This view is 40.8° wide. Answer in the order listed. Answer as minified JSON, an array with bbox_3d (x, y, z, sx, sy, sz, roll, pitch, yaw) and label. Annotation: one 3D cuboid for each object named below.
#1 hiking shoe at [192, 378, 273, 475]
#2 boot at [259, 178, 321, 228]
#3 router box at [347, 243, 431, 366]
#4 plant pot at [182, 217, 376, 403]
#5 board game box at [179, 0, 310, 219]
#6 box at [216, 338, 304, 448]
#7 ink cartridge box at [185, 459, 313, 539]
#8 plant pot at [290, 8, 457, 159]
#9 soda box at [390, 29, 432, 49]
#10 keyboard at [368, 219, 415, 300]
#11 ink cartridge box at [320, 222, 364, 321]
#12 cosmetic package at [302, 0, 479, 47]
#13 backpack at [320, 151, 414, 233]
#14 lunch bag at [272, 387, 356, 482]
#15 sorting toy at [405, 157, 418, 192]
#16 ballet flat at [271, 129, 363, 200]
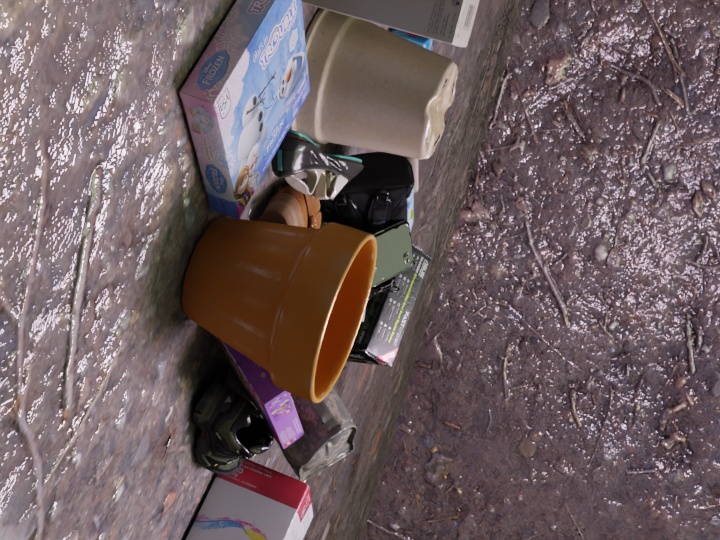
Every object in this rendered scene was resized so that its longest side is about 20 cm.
[{"bbox_3d":[-0.169,0.234,1.314,0.076,0.100,0.201,-55,160,-31],"label":"hiking shoe"},{"bbox_3d":[-0.093,-0.018,1.326,0.155,0.073,0.203,-60,158,-64],"label":"boot"},{"bbox_3d":[0.022,0.055,1.614,0.149,0.062,0.202,0,-117,55],"label":"router box"},{"bbox_3d":[-0.099,0.027,1.121,0.200,0.181,0.203,19,90,-79],"label":"plant pot"},{"bbox_3d":[-0.116,-0.193,1.041,0.200,0.043,0.202,86,25,-60],"label":"board game box"},{"bbox_3d":[-0.133,0.144,1.268,0.039,0.137,0.201,-32,158,-12],"label":"box"},{"bbox_3d":[-0.176,0.414,1.468,0.146,0.143,0.202,92,20,-58],"label":"ink cartridge box"},{"bbox_3d":[0.025,-0.239,1.287,0.200,0.181,0.203,19,90,-78],"label":"plant pot"},{"bbox_3d":[0.066,-0.308,1.656,0.064,0.067,0.202,-50,156,-59],"label":"soda box"},{"bbox_3d":[0.000,0.000,1.430,0.199,0.039,0.106,-25,117,-37],"label":"keyboard"},{"bbox_3d":[-0.033,0.017,1.488,0.200,0.059,0.105,39,53,-51],"label":"ink cartridge box"},{"bbox_3d":[0.037,-0.329,1.156,0.105,0.197,0.072,-37,144,-71],"label":"cosmetic package"},{"bbox_3d":[0.015,-0.097,1.517,0.202,0.160,0.155,76,11,-46],"label":"backpack"},{"bbox_3d":[-0.087,0.203,1.427,0.117,0.165,0.201,-29,160,-15],"label":"lunch bag"},{"bbox_3d":[0.046,-0.244,1.517,0.186,0.036,0.202,82,-9,-66],"label":"sorting toy"},{"bbox_3d":[-0.061,-0.132,1.277,0.199,0.067,0.070,12,86,-60],"label":"ballet flat"}]
